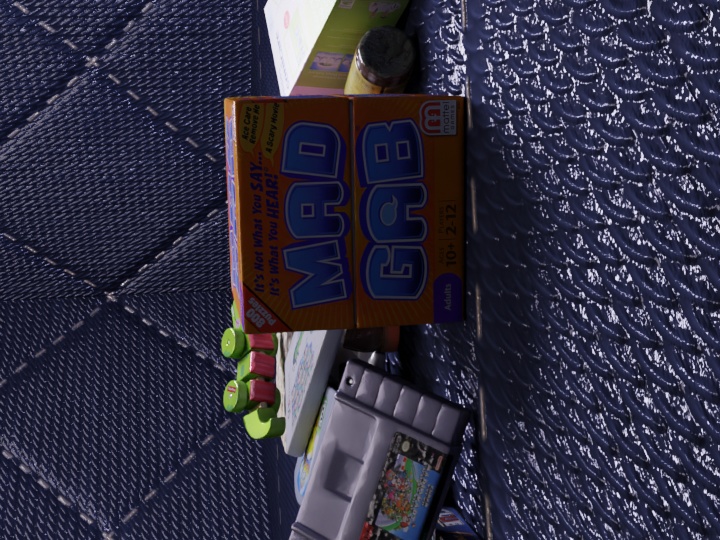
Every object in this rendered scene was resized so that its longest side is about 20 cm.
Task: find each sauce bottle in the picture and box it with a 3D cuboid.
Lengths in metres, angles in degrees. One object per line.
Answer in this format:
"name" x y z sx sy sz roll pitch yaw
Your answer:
"sauce bottle" 0.012 -0.195 1.185 0.200 0.064 0.065 124 143 -72

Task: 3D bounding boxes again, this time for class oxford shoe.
"oxford shoe" 0.000 0.000 1.283 0.071 0.072 0.202 106 159 -61

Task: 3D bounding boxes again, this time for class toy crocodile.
"toy crocodile" -0.134 0.123 1.396 0.062 0.067 0.201 -39 47 43

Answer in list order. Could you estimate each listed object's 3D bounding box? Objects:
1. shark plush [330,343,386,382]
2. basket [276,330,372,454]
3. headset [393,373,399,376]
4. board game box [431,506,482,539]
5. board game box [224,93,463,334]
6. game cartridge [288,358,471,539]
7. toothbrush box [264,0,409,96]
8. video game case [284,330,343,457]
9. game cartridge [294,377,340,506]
"shark plush" -0.004 0.178 1.342 0.091 0.083 0.201 -38 -67 -54
"basket" -0.048 0.141 1.458 0.136 0.122 0.202 -127 36 -73
"headset" 0.003 0.182 1.201 0.200 0.093 0.124 -45 27 44
"board game box" 0.086 0.328 0.973 0.135 0.034 0.202 -154 62 -79
"board game box" -0.022 -0.063 1.025 0.200 0.198 0.202 -137 45 -76
"game cartridge" 0.013 0.196 0.979 0.129 0.038 0.202 22 97 33
"toothbrush box" -0.032 -0.297 1.210 0.200 0.085 0.147 127 137 -56
"video game case" -0.052 0.078 1.239 0.182 0.023 0.201 -98 23 -61
"game cartridge" -0.038 0.191 1.183 0.200 0.040 0.135 177 104 -82
